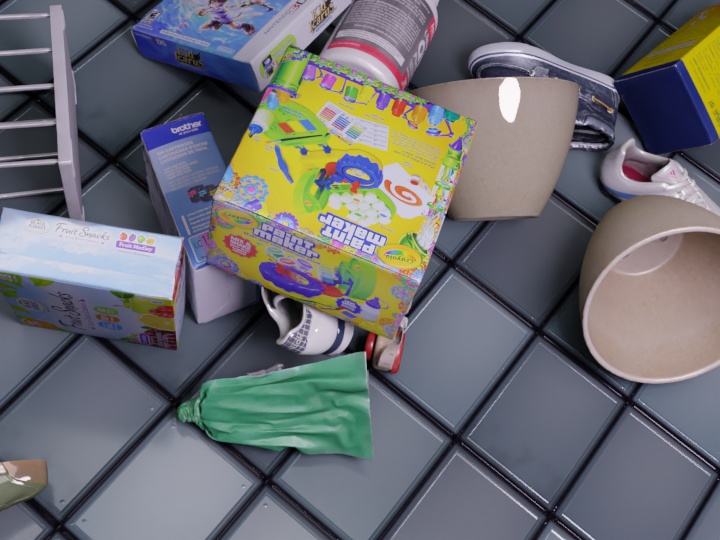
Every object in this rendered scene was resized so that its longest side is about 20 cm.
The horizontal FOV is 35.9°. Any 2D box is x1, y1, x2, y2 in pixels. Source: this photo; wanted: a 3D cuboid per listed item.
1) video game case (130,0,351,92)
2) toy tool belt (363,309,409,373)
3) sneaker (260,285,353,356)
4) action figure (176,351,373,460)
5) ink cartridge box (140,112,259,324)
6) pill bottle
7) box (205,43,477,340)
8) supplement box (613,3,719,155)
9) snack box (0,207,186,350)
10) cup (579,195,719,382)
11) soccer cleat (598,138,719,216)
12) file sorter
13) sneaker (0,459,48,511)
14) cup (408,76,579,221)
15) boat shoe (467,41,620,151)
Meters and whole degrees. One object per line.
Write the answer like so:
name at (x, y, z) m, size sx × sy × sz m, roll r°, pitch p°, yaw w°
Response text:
video game case at (-0.141, -0.303, 1.313) m, size 0.198 × 0.046 × 0.182 m, roll 21°, pitch 56°, yaw 31°
toy tool belt at (0.000, 0.000, 1.189) m, size 0.121 × 0.125 × 0.203 m, roll 10°, pitch 89°, yaw 3°
sneaker at (-0.066, -0.011, 1.119) m, size 0.080 × 0.076 × 0.202 m, roll 6°, pitch 57°, yaw -41°
action figure at (-0.088, 0.137, 1.116) m, size 0.197 × 0.055 × 0.120 m, roll -3°, pitch 106°, yaw 3°
ink cartridge box at (-0.174, -0.067, 1.172) m, size 0.076 × 0.137 × 0.202 m, roll -20°, pitch 67°, yaw -15°
pill bottle at (0.028, -0.287, 1.343) m, size 0.110 × 0.111 × 0.201 m, roll 24°, pitch 61°, yaw 3°
box at (-0.019, -0.075, 1.057) m, size 0.198 × 0.122 × 0.194 m, roll 23°, pitch 59°, yaw 1°
supplement box at (0.430, -0.244, 1.374) m, size 0.199 × 0.109 × 0.110 m, roll -38°, pitch 106°, yaw -25°
snack box at (-0.256, 0.013, 1.077) m, size 0.166 × 0.200 × 0.069 m, roll 10°, pitch 71°, yaw -6°
cup at (0.322, -0.001, 1.209) m, size 0.197 × 0.202 × 0.144 m, roll 3°, pitch 35°, yaw -9°
soccer cleat at (0.374, -0.081, 1.311) m, size 0.199 × 0.087 × 0.070 m, roll 32°, pitch 61°, yaw 7°
file sorter at (-0.367, -0.155, 1.186) m, size 0.123 × 0.139 × 0.202 m, roll -6°, pitch 63°, yaw -11°
sneaker at (-0.384, 0.237, 1.020) m, size 0.197 × 0.067 × 0.091 m, roll -9°, pitch 72°, yaw -14°
cup at (0.149, -0.130, 1.254) m, size 0.197 × 0.200 × 0.145 m, roll -2°, pitch 90°, yaw -11°
boat shoe at (0.225, -0.212, 1.360) m, size 0.198 × 0.071 × 0.092 m, roll 14°, pitch 56°, yaw -5°
